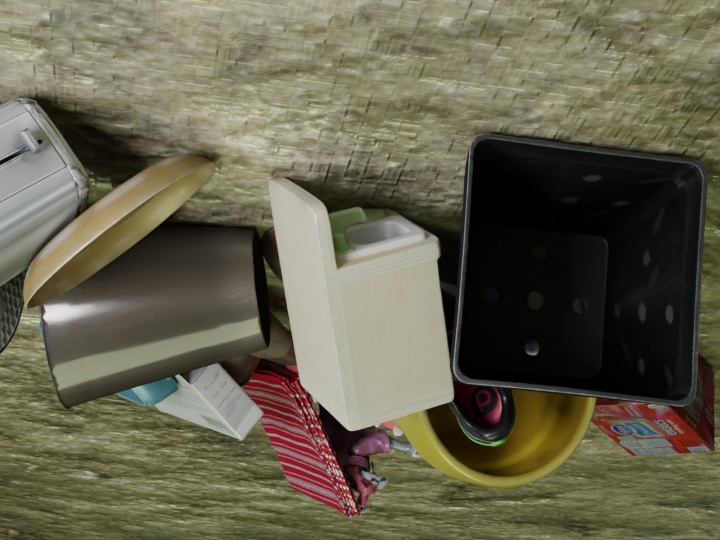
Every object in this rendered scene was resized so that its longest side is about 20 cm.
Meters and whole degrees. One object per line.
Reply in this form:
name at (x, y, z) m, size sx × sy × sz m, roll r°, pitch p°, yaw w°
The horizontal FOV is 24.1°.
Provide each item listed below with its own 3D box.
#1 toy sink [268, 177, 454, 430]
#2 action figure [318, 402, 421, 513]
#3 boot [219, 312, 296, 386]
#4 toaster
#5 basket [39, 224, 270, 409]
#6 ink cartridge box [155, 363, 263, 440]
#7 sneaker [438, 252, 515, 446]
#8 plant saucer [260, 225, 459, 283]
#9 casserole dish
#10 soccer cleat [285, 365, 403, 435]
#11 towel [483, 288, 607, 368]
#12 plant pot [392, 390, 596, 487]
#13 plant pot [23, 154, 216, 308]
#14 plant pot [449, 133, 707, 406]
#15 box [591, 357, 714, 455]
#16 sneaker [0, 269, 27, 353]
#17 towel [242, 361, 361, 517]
toy sink at (0.003, 0.014, 1.467) m, size 0.111 × 0.202 × 0.130 m, roll -15°, pitch -161°, yaw -18°
action figure at (-0.017, 0.207, 2.009) m, size 0.148 × 0.134 × 0.200 m, roll 34°, pitch -168°, yaw -20°
boot at (-0.156, 0.064, 1.803) m, size 0.146 × 0.071 × 0.199 m, roll 30°, pitch 152°, yaw -34°
toaster at (-0.301, -0.053, 1.378) m, size 0.129 × 0.114 × 0.200 m, roll -32°, pitch 171°, yaw -24°
basket at (-0.189, 0.030, 1.587) m, size 0.197 × 0.183 × 0.136 m, roll -6°, pitch -178°, yaw 3°
ink cartridge box at (-0.217, 0.100, 1.838) m, size 0.176 × 0.045 × 0.199 m, roll 49°, pitch 159°, yaw -28°
sneaker at (0.093, 0.068, 1.548) m, size 0.076 × 0.201 × 0.084 m, roll -29°, pitch -176°, yaw -1°
plant saucer at (0.000, 0.000, 1.628) m, size 0.198 × 0.037 × 0.201 m, roll 4°, pitch 159°, yaw 2°
casserole dish at (-0.274, 0.091, 1.797) m, size 0.199 × 0.039 × 0.121 m, roll 17°, pitch 152°, yaw 49°
soccer cleat at (-0.002, 0.117, 1.855) m, size 0.199 × 0.076 × 0.067 m, roll 24°, pitch 137°, yaw 35°
towel at (0.209, 0.046, 1.576) m, size 0.197 × 0.148 × 0.024 m, roll 9°, pitch 125°, yaw -8°
plant pot at (0.109, 0.110, 1.705) m, size 0.199 × 0.203 × 0.189 m, roll 12°, pitch 174°, yaw -21°
plant pot at (-0.208, -0.039, 1.423) m, size 0.199 × 0.028 × 0.200 m, roll -39°, pitch 179°, yaw -1°
plant pot at (0.167, 0.014, 1.427) m, size 0.197 × 0.203 × 0.177 m, roll 6°, pitch 169°, yaw -6°
box at (0.309, 0.128, 1.819) m, size 0.099 × 0.097 × 0.200 m, roll -7°, pitch 157°, yaw 26°
sneaker at (-0.370, 0.006, 1.495) m, size 0.144 × 0.204 × 0.077 m, roll 2°, pitch 137°, yaw 14°
towel at (-0.078, 0.189, 1.943) m, size 0.144 × 0.022 × 0.202 m, roll 15°, pitch 135°, yaw 55°
